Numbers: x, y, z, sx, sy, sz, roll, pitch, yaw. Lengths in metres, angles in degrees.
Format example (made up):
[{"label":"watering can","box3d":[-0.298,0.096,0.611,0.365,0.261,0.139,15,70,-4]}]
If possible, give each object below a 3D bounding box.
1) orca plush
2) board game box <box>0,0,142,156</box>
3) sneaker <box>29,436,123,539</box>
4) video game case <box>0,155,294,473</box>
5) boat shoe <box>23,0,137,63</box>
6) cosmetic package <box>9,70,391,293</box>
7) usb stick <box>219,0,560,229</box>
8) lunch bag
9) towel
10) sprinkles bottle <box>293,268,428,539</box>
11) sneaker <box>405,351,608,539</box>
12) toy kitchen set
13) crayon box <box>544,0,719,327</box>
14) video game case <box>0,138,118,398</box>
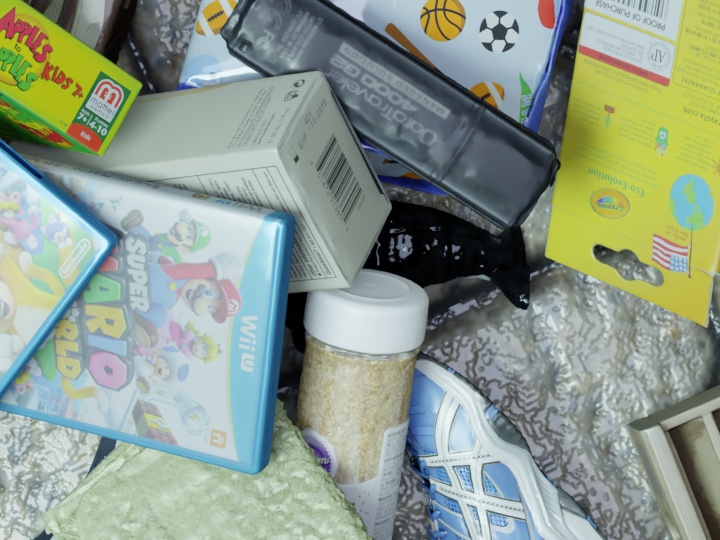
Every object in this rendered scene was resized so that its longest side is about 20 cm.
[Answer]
[{"label":"orca plush","box3d":[0.000,0.000,1.630,0.200,0.071,0.105,10,85,-1]},{"label":"board game box","box3d":[-0.214,-0.115,1.554,0.102,0.200,0.048,34,79,-32]},{"label":"sneaker","box3d":[-0.152,0.139,1.616,0.199,0.079,0.130,-11,69,14]},{"label":"video game case","box3d":[-0.137,0.019,1.521,0.200,0.018,0.143,13,108,18]},{"label":"boat shoe","box3d":[-0.155,-0.206,1.641,0.075,0.075,0.203,20,85,6]},{"label":"cosmetic package","box3d":[-0.096,-0.041,1.563,0.200,0.071,0.105,-4,130,31]},{"label":"usb stick","box3d":[0.017,-0.093,1.543,0.200,0.033,0.055,32,93,-6]},{"label":"lunch bag","box3d":[0.015,-0.139,1.617,0.200,0.124,0.170,14,84,7]},{"label":"towel","box3d":[-0.065,0.163,1.539,0.148,0.036,0.200,-38,72,-1]},{"label":"sprinkles bottle","box3d":[-0.007,0.102,1.589,0.068,0.068,0.200,7,109,-1]},{"label":"sneaker","box3d":[0.064,0.125,1.620,0.077,0.076,0.200,-41,87,-9]},{"label":"toy kitchen set","box3d":[0.194,0.178,1.547,0.163,0.200,0.181,-22,95,-4]},{"label":"crayon box","box3d":[0.178,-0.084,1.597,0.127,0.051,0.200,26,117,38]},{"label":"video game case","box3d":[-0.247,-0.025,1.508,0.200,0.018,0.143,40,106,5]}]
